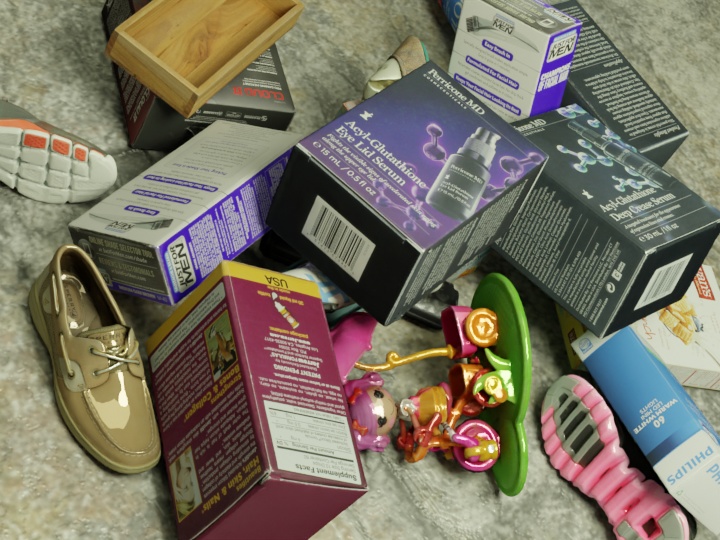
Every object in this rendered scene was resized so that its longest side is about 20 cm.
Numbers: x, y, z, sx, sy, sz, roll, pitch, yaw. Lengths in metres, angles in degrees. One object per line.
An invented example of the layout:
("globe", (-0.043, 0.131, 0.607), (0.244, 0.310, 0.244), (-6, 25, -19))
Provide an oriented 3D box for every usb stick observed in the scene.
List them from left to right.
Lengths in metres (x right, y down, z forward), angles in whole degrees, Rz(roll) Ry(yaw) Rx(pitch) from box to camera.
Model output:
("usb stick", (0.000, 0.000, 1.493), (0.199, 0.033, 0.056), (23, 49, -12))

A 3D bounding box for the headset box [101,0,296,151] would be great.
("headset box", (-0.158, -0.196, 1.535), (0.148, 0.077, 0.201), (4, 51, -28))

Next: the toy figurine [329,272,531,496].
("toy figurine", (0.042, 0.106, 1.390), (0.183, 0.150, 0.201), (-3, 79, -16))

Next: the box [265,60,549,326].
("box", (0.042, -0.071, 1.369), (0.148, 0.105, 0.200), (40, 47, 14))

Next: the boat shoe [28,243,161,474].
("boat shoe", (-0.215, 0.071, 1.284), (0.071, 0.065, 0.201), (-13, 62, -37))

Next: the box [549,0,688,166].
("box", (0.217, -0.158, 1.661), (0.107, 0.149, 0.200), (-20, 66, -40))

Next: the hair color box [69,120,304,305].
("hair color box", (-0.143, -0.054, 1.378), (0.109, 0.065, 0.200), (13, 38, 37))

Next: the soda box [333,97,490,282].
("soda box", (0.048, -0.081, 1.569), (0.068, 0.064, 0.200), (-20, 66, -40))

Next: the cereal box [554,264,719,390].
("cereal box", (0.293, 0.046, 1.622), (0.199, 0.040, 0.144), (8, 50, -25))

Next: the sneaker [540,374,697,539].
("sneaker", (0.244, 0.184, 1.469), (0.095, 0.079, 0.200), (3, 50, -57))

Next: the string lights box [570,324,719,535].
("string lights box", (0.282, 0.137, 1.458), (0.103, 0.059, 0.200), (41, 14, -42))

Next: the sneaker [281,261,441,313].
("sneaker", (-0.014, 0.000, 1.402), (0.199, 0.072, 0.073), (-11, 87, -33))

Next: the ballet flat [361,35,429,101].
("ballet flat", (0.038, -0.158, 1.538), (0.067, 0.068, 0.201), (5, 49, -17))

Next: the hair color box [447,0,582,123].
("hair color box", (0.143, -0.177, 1.590), (0.109, 0.201, 0.065), (34, 41, 29))

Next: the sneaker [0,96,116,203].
("sneaker", (-0.309, -0.124, 1.390), (0.199, 0.077, 0.082), (17, 41, -18))

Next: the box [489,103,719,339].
("box", (0.216, -0.052, 1.499), (0.200, 0.107, 0.148), (40, 38, 25))

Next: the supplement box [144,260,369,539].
("supplement box", (-0.087, 0.114, 1.266), (0.103, 0.131, 0.201), (15, 47, -37))

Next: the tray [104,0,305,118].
("tray", (-0.144, -0.228, 1.490), (0.098, 0.037, 0.200), (38, 44, 3))

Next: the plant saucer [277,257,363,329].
("plant saucer", (-0.027, 0.015, 1.444), (0.200, 0.019, 0.070), (-30, 82, -30))

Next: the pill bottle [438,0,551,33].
("pill bottle", (0.144, -0.318, 1.791), (0.112, 0.112, 0.201), (-4, 55, -33))
